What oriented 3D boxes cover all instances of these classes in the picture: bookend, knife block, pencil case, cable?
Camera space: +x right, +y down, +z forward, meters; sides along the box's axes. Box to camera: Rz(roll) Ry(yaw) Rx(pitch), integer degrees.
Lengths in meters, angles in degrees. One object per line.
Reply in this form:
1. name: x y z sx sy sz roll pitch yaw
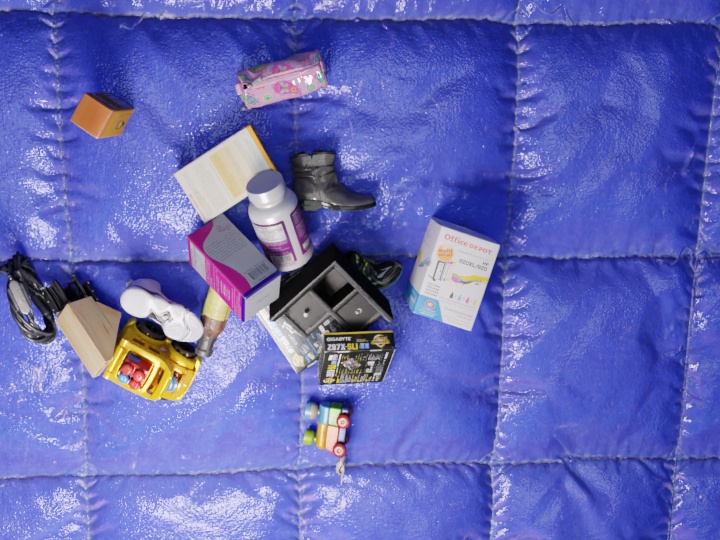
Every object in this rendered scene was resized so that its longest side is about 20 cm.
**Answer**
1. bookend: -0.066 0.085 1.694 0.199 0.093 0.199 -39 114 13
2. knife block: -0.611 0.109 1.657 0.173 0.203 0.064 28 126 -29
3. pencil case: -0.169 -0.406 1.643 0.195 0.088 0.089 -15 103 -3
4. cable: -0.708 0.064 1.650 0.050 0.163 0.204 -22 111 -6

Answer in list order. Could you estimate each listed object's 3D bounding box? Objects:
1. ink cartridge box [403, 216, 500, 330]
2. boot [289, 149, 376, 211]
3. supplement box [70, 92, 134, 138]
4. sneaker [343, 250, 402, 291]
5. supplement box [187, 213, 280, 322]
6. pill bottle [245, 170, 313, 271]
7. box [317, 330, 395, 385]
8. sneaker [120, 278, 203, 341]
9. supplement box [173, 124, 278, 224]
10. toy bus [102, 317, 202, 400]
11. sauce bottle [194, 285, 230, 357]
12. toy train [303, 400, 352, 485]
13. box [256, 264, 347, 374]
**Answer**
1. ink cartridge box: 0.203 0.003 1.734 0.144 0.145 0.204 17 99 -8
2. boot: -0.059 -0.200 1.708 0.195 0.070 0.135 0 97 -10
3. supplement box: -0.520 -0.316 1.568 0.068 0.200 0.067 32 98 -8
4. sneaker: 0.000 0.000 1.741 0.194 0.072 0.084 -1 138 -4
5. supplement box: -0.272 -0.006 1.648 0.100 0.104 0.200 -35 68 -28
6. pill bottle: -0.177 -0.107 1.657 0.110 0.113 0.203 -18 128 -2
7. box: -0.013 0.199 1.733 0.155 0.201 0.050 -1 61 -7
8. sneaker: -0.437 0.080 1.710 0.198 0.115 0.076 31 98 -24
9. supplement box: -0.289 -0.210 1.677 0.198 0.074 0.128 -31 103 0
10. toy bus: -0.460 0.218 1.692 0.197 0.192 0.137 30 96 -12
11. sauce bottle: -0.328 0.095 1.742 0.065 0.066 0.204 19 98 -9
12. toy train: -0.086 0.408 1.829 0.113 0.085 0.205 9 101 3
13. box: -0.135 0.111 1.774 0.157 0.046 0.202 -34 103 2
